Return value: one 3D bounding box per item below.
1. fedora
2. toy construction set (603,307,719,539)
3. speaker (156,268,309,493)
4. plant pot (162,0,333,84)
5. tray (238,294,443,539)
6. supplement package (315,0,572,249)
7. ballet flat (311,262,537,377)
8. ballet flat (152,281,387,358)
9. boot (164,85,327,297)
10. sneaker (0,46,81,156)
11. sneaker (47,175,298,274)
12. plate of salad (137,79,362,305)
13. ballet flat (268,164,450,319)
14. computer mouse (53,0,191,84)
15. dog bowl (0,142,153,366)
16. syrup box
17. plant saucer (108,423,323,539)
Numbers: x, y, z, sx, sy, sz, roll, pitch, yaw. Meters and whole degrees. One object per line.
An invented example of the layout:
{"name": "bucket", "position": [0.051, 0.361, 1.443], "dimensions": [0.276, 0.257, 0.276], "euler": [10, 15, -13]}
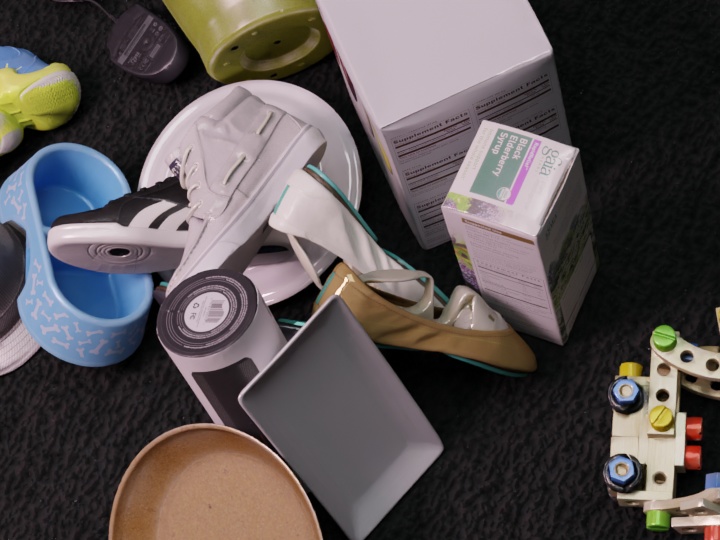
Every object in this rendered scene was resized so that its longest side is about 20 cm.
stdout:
{"name": "fedora", "position": [-0.351, -0.006, 1.704], "dimensions": [0.199, 0.090, 0.177], "euler": [23, 71, 22]}
{"name": "toy construction set", "position": [0.248, 0.121, 1.513], "dimensions": [0.130, 0.092, 0.201], "euler": [1, 53, 13]}
{"name": "speaker", "position": [-0.080, 0.088, 1.531], "dimensions": [0.081, 0.200, 0.081], "euler": [-11, 50, 13]}
{"name": "plant pot", "position": [-0.098, -0.270, 1.739], "dimensions": [0.200, 0.200, 0.194], "euler": [-21, 73, 1]}
{"name": "tray", "position": [-0.015, 0.111, 1.517], "dimensions": [0.107, 0.200, 0.022], "euler": [-47, 43, -14]}
{"name": "supplement package", "position": [0.064, -0.162, 1.628], "dimensions": [0.147, 0.200, 0.192], "euler": [-24, 61, 0]}
{"name": "ballet flat", "position": [0.059, 0.036, 1.546], "dimensions": [0.069, 0.199, 0.063], "euler": [33, 109, 58]}
{"name": "ballet flat", "position": [-0.078, 0.062, 1.624], "dimensions": [0.199, 0.073, 0.073], "euler": [13, 67, 11]}
{"name": "boot", "position": [-0.115, -0.053, 1.571], "dimensions": [0.095, 0.074, 0.200], "euler": [32, 59, 7]}
{"name": "sneaker", "position": [-0.347, -0.140, 1.768], "dimensions": [0.199, 0.076, 0.105], "euler": [-21, 42, -31]}
{"name": "sneaker", "position": [-0.152, -0.061, 1.637], "dimensions": [0.199, 0.073, 0.112], "euler": [-1, 68, -10]}
{"name": "plate of salad", "position": [-0.091, -0.062, 1.699], "dimensions": [0.199, 0.048, 0.201], "euler": [-5, 73, 17]}
{"name": "ballet flat", "position": [0.000, 0.000, 1.582], "dimensions": [0.069, 0.200, 0.070], "euler": [-31, 34, 24]}
{"name": "computer mouse", "position": [-0.220, -0.223, 1.823], "dimensions": [0.200, 0.034, 0.059], "euler": [39, 94, 31]}
{"name": "dog bowl", "position": [-0.230, -0.019, 1.674], "dimensions": [0.111, 0.050, 0.201], "euler": [2, 56, -31]}
{"name": "syrup box", "position": [0.124, -0.026, 1.545], "dimensions": [0.081, 0.200, 0.079], "euler": [18, 70, 20]}
{"name": "plant saucer", "position": [-0.101, 0.212, 1.527], "dimensions": [0.199, 0.035, 0.201], "euler": [3, 95, 31]}
